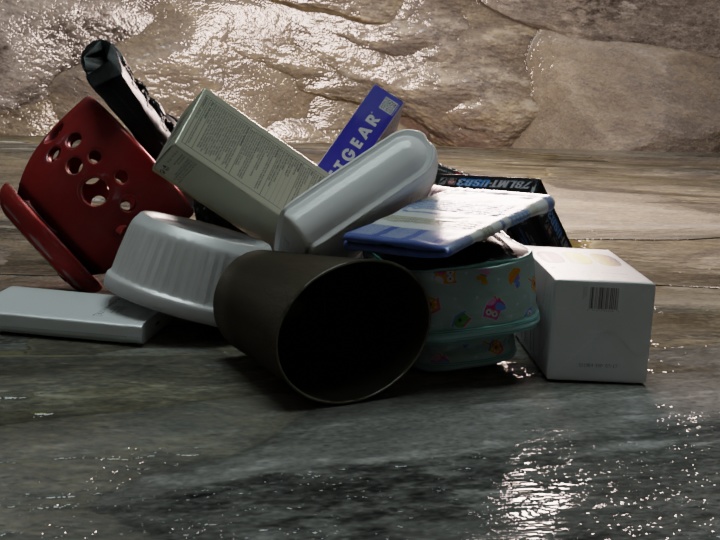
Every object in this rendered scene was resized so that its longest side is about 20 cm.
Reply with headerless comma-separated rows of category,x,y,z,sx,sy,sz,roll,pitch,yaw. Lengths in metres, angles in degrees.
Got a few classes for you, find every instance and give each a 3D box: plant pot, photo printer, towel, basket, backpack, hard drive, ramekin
plant pot,-0.339,-0.088,1.639,0.182,0.201,0.200,-42,24,-9
photo printer,0.000,-0.073,1.467,0.199,0.070,0.167,-35,-11,-16
towel,0.094,-0.049,1.354,0.146,0.024,0.199,7,21,40
basket,-0.056,0.045,1.333,0.179,0.137,0.199,-15,16,-30
backpack,0.100,0.026,1.402,0.174,0.155,0.200,-6,5,-14
hard drive,-0.327,0.049,1.491,0.198,0.027,0.132,4,11,7
ramekin,-0.190,-0.003,1.511,0.200,0.095,0.202,15,6,-2

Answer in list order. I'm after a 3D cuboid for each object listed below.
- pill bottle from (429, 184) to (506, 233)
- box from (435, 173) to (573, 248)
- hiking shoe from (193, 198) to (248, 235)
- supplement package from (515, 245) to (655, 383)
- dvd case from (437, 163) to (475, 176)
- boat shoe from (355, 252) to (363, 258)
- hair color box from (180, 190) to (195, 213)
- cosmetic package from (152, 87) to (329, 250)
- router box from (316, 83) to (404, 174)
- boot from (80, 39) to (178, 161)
pill bottle,0.084,-0.056,1.704,0.198,0.114,0.113,10,13,23
box,0.182,-0.058,1.806,0.197,0.050,0.200,5,-30,30
hiking shoe,-0.143,-0.038,1.653,0.074,0.201,0.087,-32,-9,20
supplement package,0.245,0.044,1.463,0.112,0.111,0.200,3,11,-5
dvd case,0.124,-0.100,1.847,0.198,0.022,0.146,19,-25,1
boat shoe,-0.023,0.009,1.563,0.069,0.071,0.201,1,39,27
hair color box,-0.166,-0.071,1.756,0.200,0.064,0.111,44,-11,-29
cosmetic package,-0.139,-0.117,1.582,0.199,0.104,0.073,35,-38,-16
router box,-0.022,-0.130,1.777,0.049,0.201,0.180,32,-17,5
boot,-0.289,-0.210,1.643,0.165,0.066,0.200,43,-4,45
